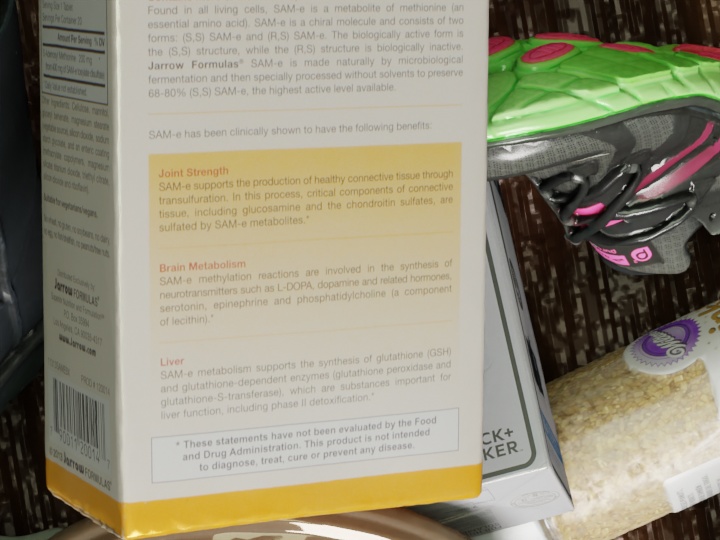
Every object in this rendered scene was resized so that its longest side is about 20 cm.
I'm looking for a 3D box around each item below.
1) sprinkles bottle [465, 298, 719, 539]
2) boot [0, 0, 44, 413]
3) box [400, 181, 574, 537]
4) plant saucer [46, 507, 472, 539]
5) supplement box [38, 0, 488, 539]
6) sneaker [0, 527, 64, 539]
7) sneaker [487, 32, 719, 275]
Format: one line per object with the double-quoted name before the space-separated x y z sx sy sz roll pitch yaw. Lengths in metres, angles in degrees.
"sprinkles bottle" 0.126 0.050 0.864 0.199 0.068 0.069 -25 87 3
"boot" -0.173 0.008 0.782 0.076 0.169 0.200 23 58 25
"box" 0.000 0.000 0.843 0.116 0.060 0.201 -17 67 9
"plant saucer" -0.033 0.145 0.823 0.198 0.201 0.030 -2 48 4
"supplement box" -0.030 -0.028 0.716 0.125 0.073 0.202 -3 99 -26
"sneaker" -0.196 0.114 0.850 0.198 0.074 0.089 4 125 -21
"sneaker" 0.096 -0.038 0.818 0.076 0.199 0.085 17 103 45
